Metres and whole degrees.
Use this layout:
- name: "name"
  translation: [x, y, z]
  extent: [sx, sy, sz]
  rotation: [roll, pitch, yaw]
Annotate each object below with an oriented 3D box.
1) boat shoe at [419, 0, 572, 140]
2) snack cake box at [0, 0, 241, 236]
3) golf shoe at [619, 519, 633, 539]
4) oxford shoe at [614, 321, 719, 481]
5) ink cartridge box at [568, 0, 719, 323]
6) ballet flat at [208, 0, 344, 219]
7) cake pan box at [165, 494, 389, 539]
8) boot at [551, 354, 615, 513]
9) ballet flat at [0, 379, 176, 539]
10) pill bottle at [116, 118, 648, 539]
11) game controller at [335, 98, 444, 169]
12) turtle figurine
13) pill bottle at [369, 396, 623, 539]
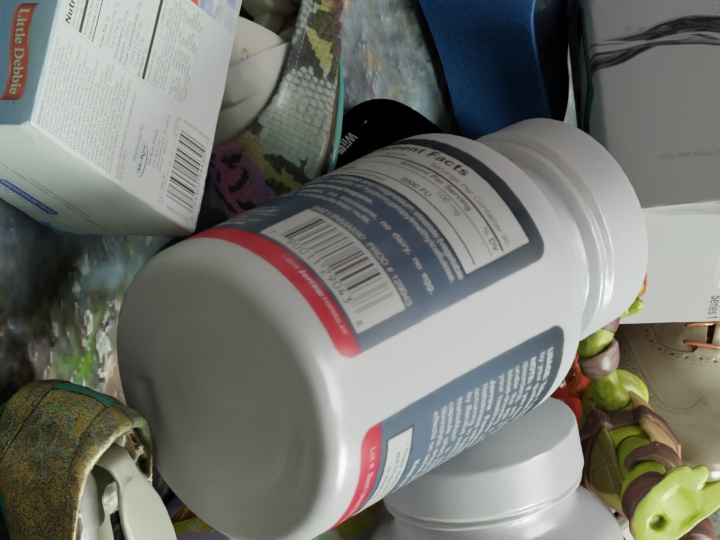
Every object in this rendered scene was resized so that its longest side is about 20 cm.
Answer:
- name: "boat shoe"
  translation: [0.059, -0.143, 1.362]
  extent: [0.069, 0.084, 0.201]
  rotation: [-68, 162, -44]
- name: "snack cake box"
  translation: [-0.096, -0.125, 1.076]
  extent: [0.115, 0.067, 0.201]
  rotation: [35, 61, -55]
- name: "golf shoe"
  translation: [0.124, 0.133, 1.479]
  extent: [0.200, 0.072, 0.093]
  rotation: [-36, 124, -55]
- name: "oxford shoe"
  translation: [0.165, 0.030, 1.482]
  extent: [0.201, 0.070, 0.074]
  rotation: [-96, -155, -46]
- name: "ink cartridge box"
  translation: [0.146, -0.091, 1.396]
  extent: [0.146, 0.084, 0.201]
  rotation: [83, 3, -67]
- name: "ballet flat"
  translation: [-0.038, -0.108, 1.193]
  extent: [0.071, 0.069, 0.201]
  rotation: [30, 61, -38]
- name: "cake pan box"
  translation: [-0.014, 0.150, 1.258]
  extent: [0.184, 0.052, 0.201]
  rotation: [-45, 130, -48]
- name: "boot"
  translation: [0.073, 0.047, 1.366]
  extent: [0.200, 0.072, 0.145]
  rotation: [-77, 153, -56]
- name: "ballet flat"
  translation: [-0.092, 0.137, 1.101]
  extent: [0.071, 0.070, 0.201]
  rotation: [-36, 123, -54]
- name: "pill bottle"
  translation: [0.015, 0.015, 1.124]
  extent: [0.199, 0.119, 0.120]
  rotation: [-26, 115, -40]
- name: "game controller"
  translation: [0.000, 0.000, 1.239]
  extent: [0.104, 0.042, 0.200]
  rotation: [47, 41, -4]
- name: "turtle figurine"
  translation: [0.121, 0.076, 1.284]
  extent: [0.161, 0.064, 0.201]
  rotation: [-113, -174, -63]
- name: "pill bottle"
  translation: [0.061, 0.159, 1.229]
  extent: [0.112, 0.112, 0.201]
  rotation: [-38, 125, -54]
